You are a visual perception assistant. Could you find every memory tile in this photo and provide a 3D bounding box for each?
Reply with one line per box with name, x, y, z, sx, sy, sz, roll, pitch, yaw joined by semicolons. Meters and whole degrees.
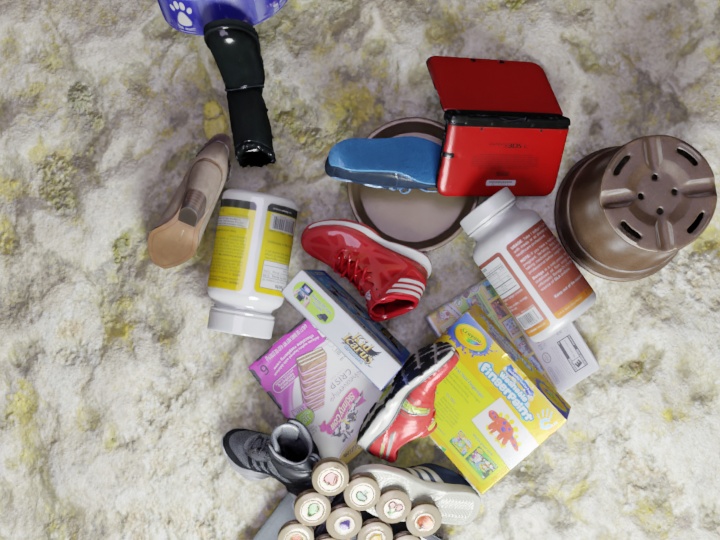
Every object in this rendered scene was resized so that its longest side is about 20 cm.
memory tile;-0.001;0.348;1.175;0.198;0.017;0.154;27;101;-15

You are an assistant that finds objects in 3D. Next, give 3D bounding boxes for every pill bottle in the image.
pill bottle;-0.160;-0.008;1.268;0.113;0.114;0.203;9;86;3
pill bottle;0.230;-0.011;1.226;0.112;0.112;0.201;-35;85;0

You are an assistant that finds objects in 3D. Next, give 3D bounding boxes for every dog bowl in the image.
dog bowl;-0.201;-0.426;1.262;0.197;0.079;0.202;-5;45;5

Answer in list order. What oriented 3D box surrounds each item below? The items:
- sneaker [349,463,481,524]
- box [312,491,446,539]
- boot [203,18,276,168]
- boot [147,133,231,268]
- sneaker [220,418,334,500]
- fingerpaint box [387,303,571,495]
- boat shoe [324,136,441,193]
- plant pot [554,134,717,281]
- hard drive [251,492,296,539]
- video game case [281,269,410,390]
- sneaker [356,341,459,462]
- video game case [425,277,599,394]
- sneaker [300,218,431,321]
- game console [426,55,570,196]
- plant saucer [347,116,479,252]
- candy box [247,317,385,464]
sneaker;0.068;0.302;1.230;0.198;0.085;0.076;19;104;-20
box;0.005;0.426;1.234;0.199;0.050;0.200;35;85;-11
boot;-0.167;-0.244;1.247;0.072;0.198;0.165;-7;79;4
boot;-0.243;-0.105;1.289;0.070;0.200;0.147;29;52;-16
sneaker;-0.121;0.247;1.223;0.198;0.115;0.076;20;49;29
fingerpaint box;0.167;0.179;1.234;0.200;0.073;0.167;46;108;8
boat shoe;0.043;-0.155;1.259;0.197;0.069;0.085;9;71;-19
plant pot;0.382;-0.093;1.204;0.197;0.198;0.203;0;85;3
hard drive;-0.107;0.439;1.275;0.139;0.033;0.201;38;88;5
video game case;-0.013;0.075;1.210;0.181;0.200;0.045;45;95;5
sneaker;0.078;0.181;1.199;0.084;0.077;0.201;35;111;-9
video game case;0.222;0.105;1.287;0.181;0.023;0.201;-32;86;0
sneaker;0.000;0.000;1.251;0.197;0.116;0.079;14;132;4
game console;0.190;-0.208;1.276;0.197;0.119;0.175;-2;117;-22
plant saucer;0.079;-0.126;1.306;0.197;0.029;0.203;0;87;3
candy box;-0.050;0.175;1.276;0.136;0.061;0.201;-40;86;-1
